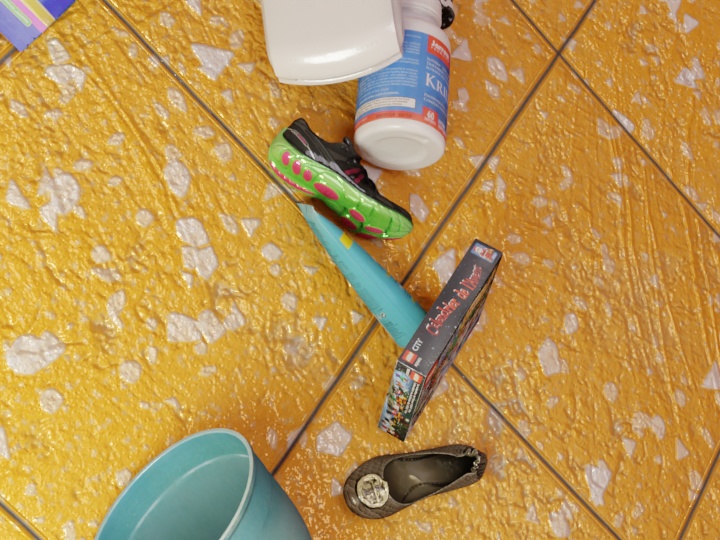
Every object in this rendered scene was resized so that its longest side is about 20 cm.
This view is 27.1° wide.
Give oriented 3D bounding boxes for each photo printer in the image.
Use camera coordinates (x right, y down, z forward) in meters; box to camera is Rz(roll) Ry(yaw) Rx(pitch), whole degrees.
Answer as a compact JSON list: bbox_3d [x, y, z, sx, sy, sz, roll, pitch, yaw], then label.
[{"bbox_3d":[-0.036,-0.316,1.734,0.164,0.069,0.203,-10,75,8],"label":"photo printer"}]

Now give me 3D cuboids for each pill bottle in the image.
[{"bbox_3d":[0.052,-0.232,1.786,0.111,0.112,0.203,17,64,-29],"label":"pill bottle"}]

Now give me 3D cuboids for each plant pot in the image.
[{"bbox_3d":[-0.125,0.288,1.425,0.188,0.198,0.201,49,51,-29],"label":"plant pot"}]

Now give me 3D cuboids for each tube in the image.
[{"bbox_3d":[0.000,0.000,1.695,0.050,0.077,0.200,-45,104,-12],"label":"tube"}]

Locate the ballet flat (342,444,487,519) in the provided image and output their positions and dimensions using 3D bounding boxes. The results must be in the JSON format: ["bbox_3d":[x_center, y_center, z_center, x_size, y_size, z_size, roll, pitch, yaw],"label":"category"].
[{"bbox_3d":[0.067,0.230,1.663,0.198,0.046,0.068,-7,76,-37],"label":"ballet flat"}]

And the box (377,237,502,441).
[{"bbox_3d":[0.090,0.078,1.680,0.037,0.137,0.201,28,54,10],"label":"box"}]

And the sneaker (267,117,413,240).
[{"bbox_3d":[-0.012,-0.106,1.716,0.199,0.076,0.084,36,59,-21],"label":"sneaker"}]

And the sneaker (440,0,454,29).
[{"bbox_3d":[0.045,-0.390,1.874,0.199,0.066,0.091,33,54,-26],"label":"sneaker"}]

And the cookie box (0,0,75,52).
[{"bbox_3d":[-0.346,-0.360,1.574,0.171,0.075,0.201,45,54,-14],"label":"cookie box"}]
